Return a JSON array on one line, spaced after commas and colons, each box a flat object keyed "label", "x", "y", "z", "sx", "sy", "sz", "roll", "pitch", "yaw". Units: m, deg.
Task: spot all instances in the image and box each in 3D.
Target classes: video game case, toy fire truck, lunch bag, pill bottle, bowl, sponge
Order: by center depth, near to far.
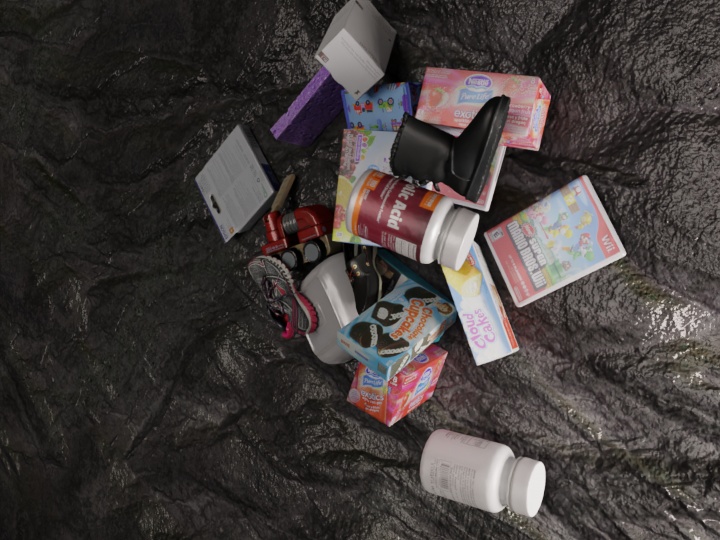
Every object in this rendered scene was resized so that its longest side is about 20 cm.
[{"label": "pill bottle", "x": 0.084, "y": -0.081, "z": 1.020, "sx": 0.197, "sy": 0.114, "sz": 0.116, "roll": 22, "pitch": 105, "yaw": 16}, {"label": "video game case", "x": 0.320, "y": -0.046, "z": 1.055, "sx": 0.199, "sy": 0.017, "sz": 0.145, "roll": -31, "pitch": 74, "yaw": 32}, {"label": "pill bottle", "x": 0.214, "y": 0.356, "z": 1.099, "sx": 0.197, "sy": 0.114, "sz": 0.117, "roll": 5, "pitch": 95, "yaw": 35}, {"label": "video game case", "x": 0.188, "y": -0.221, "z": 1.120, "sx": 0.141, "sy": 0.017, "sz": 0.204, "roll": 17, "pitch": 95, "yaw": 27}, {"label": "lunch bag", "x": 0.054, "y": -0.254, "z": 1.215, "sx": 0.148, "sy": 0.094, "sz": 0.204, "roll": 4, "pitch": 106, "yaw": 32}, {"label": "bowl", "x": -0.063, "y": 0.086, "z": 1.277, "sx": 0.200, "sy": 0.074, "sz": 0.202, "roll": -41, "pitch": 69, "yaw": 49}, {"label": "sponge", "x": -0.086, "y": -0.337, "z": 1.282, "sx": 0.200, "sy": 0.111, "sz": 0.030, "roll": -43, "pitch": 67, "yaw": 28}, {"label": "toy fire truck", "x": -0.134, "y": -0.110, "z": 1.337, "sx": 0.174, "sy": 0.128, "sz": 0.203, "roll": -17, "pitch": 92, "yaw": 34}]

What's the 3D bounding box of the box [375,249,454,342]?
[{"label": "box", "x": 0.087, "y": 0.047, "z": 1.215, "sx": 0.199, "sy": 0.049, "sz": 0.083, "roll": 39, "pitch": 113, "yaw": 27}]

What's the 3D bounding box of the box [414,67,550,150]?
[{"label": "box", "x": 0.204, "y": -0.271, "z": 1.049, "sx": 0.197, "sy": 0.102, "sz": 0.096, "roll": 15, "pitch": 94, "yaw": 28}]

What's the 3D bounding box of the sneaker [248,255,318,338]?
[{"label": "sneaker", "x": -0.167, "y": 0.049, "z": 1.265, "sx": 0.200, "sy": 0.074, "sz": 0.081, "roll": 48, "pitch": 133, "yaw": 23}]

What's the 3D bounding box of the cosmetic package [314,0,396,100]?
[{"label": "cosmetic package", "x": -0.005, "y": -0.418, "z": 1.157, "sx": 0.081, "sy": 0.113, "sz": 0.202, "roll": -33, "pitch": 30, "yaw": 32}]

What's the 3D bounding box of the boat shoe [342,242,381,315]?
[{"label": "boat shoe", "x": -0.001, "y": 0.001, "z": 1.185, "sx": 0.074, "sy": 0.062, "sz": 0.204, "roll": -42, "pitch": 42, "yaw": 44}]

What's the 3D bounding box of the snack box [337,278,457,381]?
[{"label": "snack box", "x": 0.067, "y": 0.097, "z": 1.085, "sx": 0.115, "sy": 0.199, "sz": 0.038, "roll": 31, "pitch": 135, "yaw": 29}]

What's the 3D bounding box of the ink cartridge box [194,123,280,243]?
[{"label": "ink cartridge box", "x": -0.290, "y": -0.201, "z": 1.476, "sx": 0.199, "sy": 0.040, "sz": 0.202, "roll": -39, "pitch": 70, "yaw": 30}]

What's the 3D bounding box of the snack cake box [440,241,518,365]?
[{"label": "snack cake box", "x": 0.204, "y": 0.055, "z": 1.085, "sx": 0.066, "sy": 0.115, "sz": 0.203, "roll": -22, "pitch": 78, "yaw": 15}]

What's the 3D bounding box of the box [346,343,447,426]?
[{"label": "box", "x": 0.071, "y": 0.190, "z": 1.138, "sx": 0.094, "sy": 0.199, "sz": 0.101, "roll": 25, "pitch": 106, "yaw": 24}]

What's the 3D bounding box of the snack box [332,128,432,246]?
[{"label": "snack box", "x": 0.044, "y": -0.144, "z": 1.129, "sx": 0.165, "sy": 0.068, "sz": 0.204, "roll": 7, "pitch": 93, "yaw": 15}]

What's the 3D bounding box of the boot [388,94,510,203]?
[{"label": "boot", "x": 0.136, "y": -0.207, "z": 0.992, "sx": 0.160, "sy": 0.074, "sz": 0.200, "roll": 24, "pitch": 137, "yaw": 12}]
